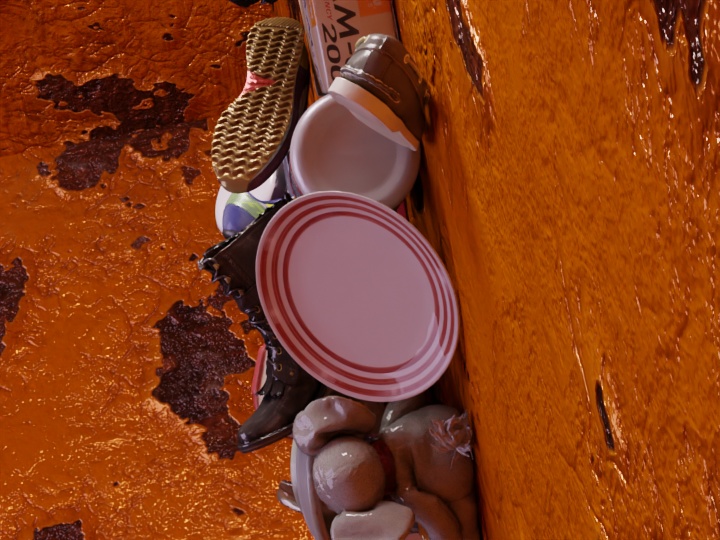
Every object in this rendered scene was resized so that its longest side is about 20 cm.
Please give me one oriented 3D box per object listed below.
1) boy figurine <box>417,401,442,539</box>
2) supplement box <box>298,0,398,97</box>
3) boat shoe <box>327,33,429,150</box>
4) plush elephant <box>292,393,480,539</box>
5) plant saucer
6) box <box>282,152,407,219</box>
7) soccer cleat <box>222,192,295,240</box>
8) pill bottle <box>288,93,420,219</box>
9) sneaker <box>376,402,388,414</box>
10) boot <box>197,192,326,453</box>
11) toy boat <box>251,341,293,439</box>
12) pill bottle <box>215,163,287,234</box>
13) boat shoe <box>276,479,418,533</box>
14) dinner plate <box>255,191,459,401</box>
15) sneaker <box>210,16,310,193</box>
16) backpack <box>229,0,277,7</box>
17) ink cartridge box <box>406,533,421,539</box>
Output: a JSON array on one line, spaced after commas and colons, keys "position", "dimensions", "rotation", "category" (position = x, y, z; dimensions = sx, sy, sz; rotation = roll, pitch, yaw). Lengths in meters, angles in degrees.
[{"position": [0.069, 0.234, 1.713], "dimensions": [0.124, 0.064, 0.202], "rotation": [139, 124, -85], "category": "boy figurine"}, {"position": [-0.014, -0.230, 1.561], "dimensions": [0.200, 0.073, 0.127], "rotation": [-141, 40, -84], "category": "supplement box"}, {"position": [0.024, -0.142, 1.346], "dimensions": [0.061, 0.072, 0.202], "rotation": [-60, -9, 1], "category": "boat shoe"}, {"position": [0.024, 0.188, 1.541], "dimensions": [0.200, 0.154, 0.166], "rotation": [86, 172, -66], "category": "plush elephant"}, {"position": [-0.026, 0.193, 1.672], "dimensions": [0.200, 0.050, 0.202], "rotation": [-3, -90, -67], "category": "plant saucer"}, {"position": [-0.013, -0.043, 1.762], "dimensions": [0.132, 0.114, 0.202], "rotation": [-123, 23, -80], "category": "box"}, {"position": [-0.037, -0.042, 1.663], "dimensions": [0.065, 0.198, 0.084], "rotation": [143, 139, -80], "category": "soccer cleat"}, {"position": [-0.009, -0.095, 1.545], "dimensions": [0.200, 0.115, 0.117], "rotation": [128, 131, -85], "category": "pill bottle"}, {"position": [0.004, 0.123, 1.781], "dimensions": [0.079, 0.199, 0.077], "rotation": [-61, 16, -6], "category": "sneaker"}, {"position": [-0.090, 0.049, 1.573], "dimensions": [0.174, 0.200, 0.069], "rotation": [48, 159, -14], "category": "boot"}, {"position": [-0.034, 0.126, 1.879], "dimensions": [0.131, 0.199, 0.132], "rotation": [6, 84, 67], "category": "toy boat"}, {"position": [-0.057, -0.051, 1.897], "dimensions": [0.199, 0.106, 0.107], "rotation": [26, -144, -37], "category": "pill bottle"}, {"position": [0.006, 0.241, 1.838], "dimensions": [0.076, 0.198, 0.072], "rotation": [27, -110, -71], "category": "boat shoe"}, {"position": [-0.001, 0.021, 1.461], "dimensions": [0.024, 0.199, 0.202], "rotation": [-44, -49, -52], "category": "dinner plate"}, {"position": [-0.084, -0.139, 1.585], "dimensions": [0.090, 0.074, 0.201], "rotation": [75, -154, -53], "category": "sneaker"}, {"position": [-0.081, -0.359, 1.500], "dimensions": [0.200, 0.153, 0.163], "rotation": [-50, 8, 26], "category": "backpack"}, {"position": [0.009, 0.221, 1.951], "dimensions": [0.084, 0.144, 0.201], "rotation": [80, 178, -64], "category": "ink cartridge box"}]
